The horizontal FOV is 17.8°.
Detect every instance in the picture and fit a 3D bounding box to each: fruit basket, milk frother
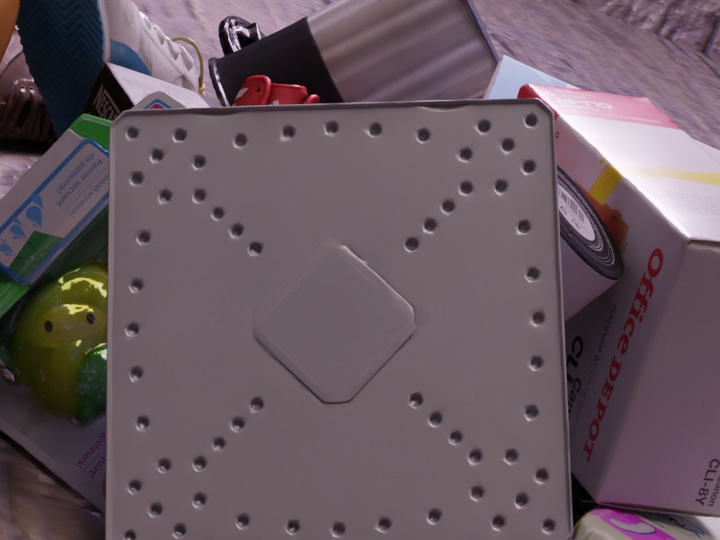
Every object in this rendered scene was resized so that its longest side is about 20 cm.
[{"bbox_3d":[-0.092,0.016,1.063,0.199,0.185,0.094,32,-19,36],"label":"fruit basket"},{"bbox_3d":[-0.005,-0.157,1.648,0.201,0.187,0.181,68,7,30],"label":"milk frother"}]

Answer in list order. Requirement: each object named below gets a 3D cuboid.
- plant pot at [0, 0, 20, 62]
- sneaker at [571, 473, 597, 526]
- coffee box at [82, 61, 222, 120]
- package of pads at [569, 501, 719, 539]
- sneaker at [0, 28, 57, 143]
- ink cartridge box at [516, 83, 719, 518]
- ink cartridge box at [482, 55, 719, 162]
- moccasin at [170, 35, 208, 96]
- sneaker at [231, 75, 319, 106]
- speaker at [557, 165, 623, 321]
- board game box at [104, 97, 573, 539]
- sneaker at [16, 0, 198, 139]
[{"bbox_3d":[-0.292,-0.153,1.326,0.140,0.201,0.200,35,7,-32],"label":"plant pot"},{"bbox_3d":[0.073,0.076,1.265,0.198,0.079,0.085,22,14,-4],"label":"sneaker"},{"bbox_3d":[-0.107,-0.025,1.272,0.079,0.114,0.200,17,17,-25],"label":"coffee box"},{"bbox_3d":[0.179,0.166,1.136,0.154,0.069,0.200,30,16,17],"label":"package of pads"},{"bbox_3d":[-0.215,-0.118,1.516,0.075,0.071,0.200,30,17,4],"label":"sneaker"},{"bbox_3d":[0.133,0.011,1.159,0.083,0.146,0.200,7,23,-24],"label":"ink cartridge box"},{"bbox_3d":[0.138,0.000,1.397,0.199,0.147,0.147,23,46,0],"label":"ink cartridge box"},{"bbox_3d":[-0.134,-0.111,1.547,0.074,0.077,0.201,58,14,14],"label":"moccasin"},{"bbox_3d":[-0.073,-0.061,1.440,0.078,0.116,0.200,19,16,-17],"label":"sneaker"},{"bbox_3d":[0.025,0.030,1.097,0.081,0.200,0.081,43,20,-21],"label":"speaker"},{"bbox_3d":[-0.011,0.026,1.003,0.198,0.202,0.026,-2,-16,2],"label":"board game box"},{"bbox_3d":[-0.148,-0.126,1.390,0.076,0.201,0.081,25,52,33],"label":"sneaker"}]
